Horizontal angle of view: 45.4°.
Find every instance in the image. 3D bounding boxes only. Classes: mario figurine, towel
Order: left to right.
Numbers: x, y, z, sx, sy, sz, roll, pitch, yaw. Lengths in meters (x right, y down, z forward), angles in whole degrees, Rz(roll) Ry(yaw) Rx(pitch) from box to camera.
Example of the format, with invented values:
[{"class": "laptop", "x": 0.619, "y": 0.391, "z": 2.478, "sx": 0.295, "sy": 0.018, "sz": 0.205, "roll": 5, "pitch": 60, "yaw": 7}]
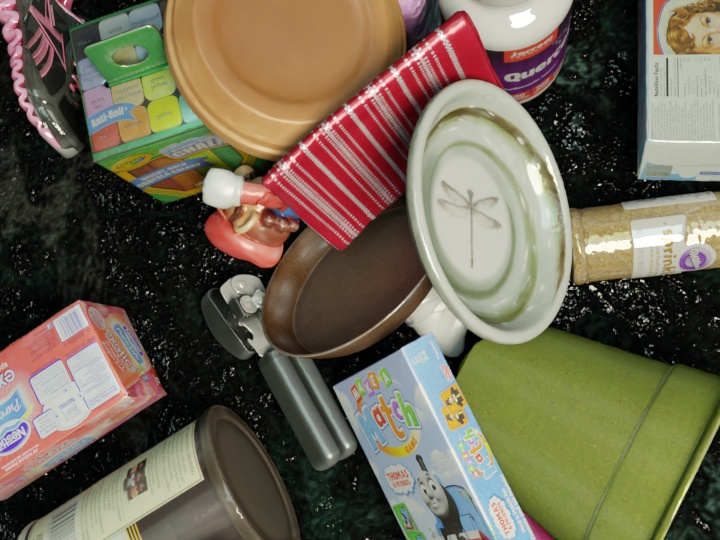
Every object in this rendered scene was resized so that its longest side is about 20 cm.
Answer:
[{"class": "mario figurine", "x": -0.068, "y": -0.088, "z": 0.776, "sx": 0.198, "sy": 0.123, "sz": 0.107, "roll": -31, "pitch": 39, "yaw": 24}, {"class": "towel", "x": 0.027, "y": -0.104, "z": 0.691, "sx": 0.199, "sy": 0.145, "sz": 0.023, "roll": -39, "pitch": 62, "yaw": 5}]

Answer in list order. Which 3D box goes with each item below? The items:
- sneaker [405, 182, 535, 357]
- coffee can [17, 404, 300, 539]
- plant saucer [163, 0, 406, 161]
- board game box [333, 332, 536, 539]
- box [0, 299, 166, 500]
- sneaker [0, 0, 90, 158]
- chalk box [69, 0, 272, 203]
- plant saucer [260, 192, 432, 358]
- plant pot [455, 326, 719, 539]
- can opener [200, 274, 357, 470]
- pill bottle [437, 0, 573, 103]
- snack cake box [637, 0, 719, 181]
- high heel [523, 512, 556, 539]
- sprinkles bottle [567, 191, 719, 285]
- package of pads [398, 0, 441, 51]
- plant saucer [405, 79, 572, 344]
[{"class": "sneaker", "x": 0.117, "y": -0.007, "z": 0.768, "sx": 0.200, "sy": 0.078, "sz": 0.100, "roll": -44, "pitch": 106, "yaw": -8}, {"class": "coffee can", "x": -0.171, "y": 0.231, "z": 0.741, "sx": 0.198, "sy": 0.146, "sz": 0.148, "roll": -32, "pitch": 78, "yaw": 5}, {"class": "plant saucer", "x": -0.055, "y": -0.188, "z": 0.678, "sx": 0.196, "sy": 0.037, "sz": 0.205, "roll": 2, "pitch": 83, "yaw": -14}, {"class": "board game box", "x": 0.059, "y": 0.163, "z": 0.688, "sx": 0.036, "sy": 0.151, "sz": 0.203, "roll": -23, "pitch": 82, "yaw": -27}, {"class": "box", "x": -0.297, "y": 0.126, "z": 0.803, "sx": 0.198, "sy": 0.095, "sz": 0.104, "roll": -33, "pitch": 78, "yaw": 5}, {"class": "sneaker", "x": -0.301, "y": -0.215, "z": 0.865, "sx": 0.094, "sy": 0.079, "sz": 0.204, "roll": -18, "pitch": 81, "yaw": -5}, {"class": "chalk box", "x": -0.170, "y": -0.154, "z": 0.763, "sx": 0.122, "sy": 0.200, "sz": 0.126, "roll": -15, "pitch": 80, "yaw": 8}, {"class": "plant saucer", "x": 0.000, "y": 0.000, "z": 0.746, "sx": 0.200, "sy": 0.201, "sz": 0.035, "roll": -41, "pitch": 121, "yaw": 3}, {"class": "plant pot", "x": 0.171, "y": 0.128, "z": 0.688, "sx": 0.188, "sy": 0.200, "sz": 0.203, "roll": 28, "pitch": 88, "yaw": 25}, {"class": "can opener", "x": -0.074, "y": 0.092, "z": 0.798, "sx": 0.066, "sy": 0.052, "sz": 0.202, "roll": -45, "pitch": 73, "yaw": 37}, {"class": "pill bottle", "x": 0.121, "y": -0.220, "z": 0.720, "sx": 0.110, "sy": 0.200, "sz": 0.115, "roll": -1, "pitch": 82, "yaw": 10}, {"class": "snack cake box", "x": 0.295, "y": -0.180, "z": 0.730, "sx": 0.113, "sy": 0.067, "sz": 0.204, "roll": 2, "pitch": 69, "yaw": 13}, {"class": "high heel", "x": 0.101, "y": 0.201, "z": 0.722, "sx": 0.067, "sy": 0.096, "sz": 0.201, "roll": -41, "pitch": 78, "yaw": 4}, {"class": "sprinkles bottle", "x": 0.276, "y": -0.032, "z": 0.736, "sx": 0.196, "sy": 0.068, "sz": 0.070, "roll": -7, "pitch": 81, "yaw": 10}, {"class": "package of pads", "x": -0.022, "y": -0.264, "z": 0.792, "sx": 0.196, "sy": 0.120, "sz": 0.077, "roll": 15, "pitch": 85, "yaw": 11}, {"class": "plant saucer", "x": 0.092, "y": -0.042, "z": 0.668, "sx": 0.050, "sy": 0.198, "sz": 0.205, "roll": -14, "pitch": 78, "yaw": 45}]
